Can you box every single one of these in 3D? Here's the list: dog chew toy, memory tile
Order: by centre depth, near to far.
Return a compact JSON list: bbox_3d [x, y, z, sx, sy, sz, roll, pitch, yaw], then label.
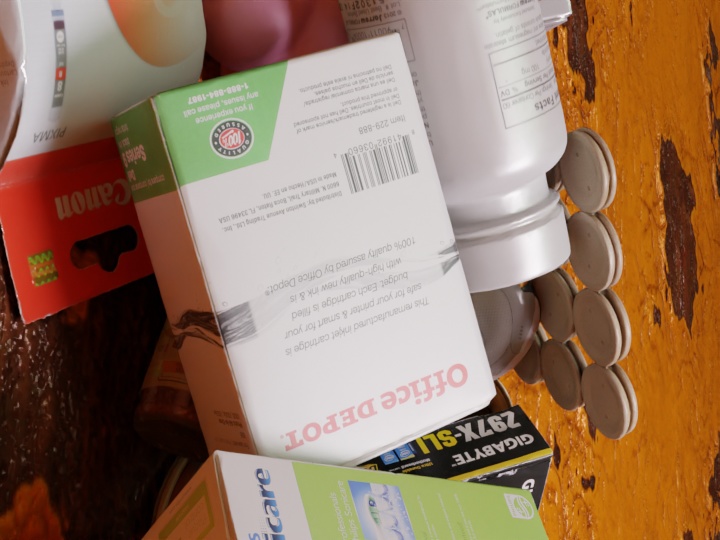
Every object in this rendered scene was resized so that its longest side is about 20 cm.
[{"bbox_3d":[-0.032,-0.130,0.834,0.200,0.123,0.126,42,50,-45],"label":"dog chew toy"},{"bbox_3d":[0.127,-0.003,0.850,0.017,0.153,0.203,-16,110,-20],"label":"memory tile"}]

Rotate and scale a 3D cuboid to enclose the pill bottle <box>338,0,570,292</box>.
[{"bbox_3d":[0.060,-0.096,0.767,0.114,0.113,0.203,-38,117,-59],"label":"pill bottle"}]

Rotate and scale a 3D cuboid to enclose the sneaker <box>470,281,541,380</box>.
[{"bbox_3d":[0.043,0.070,0.892,0.076,0.200,0.092,48,37,9],"label":"sneaker"}]

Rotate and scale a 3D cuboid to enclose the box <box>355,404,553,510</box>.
[{"bbox_3d":[0.025,0.187,0.802,0.050,0.157,0.202,-124,-148,-45],"label":"box"}]

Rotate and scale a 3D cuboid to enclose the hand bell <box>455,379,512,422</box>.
[{"bbox_3d":[0.095,0.135,1.108,0.200,0.102,0.106,30,60,-72],"label":"hand bell"}]

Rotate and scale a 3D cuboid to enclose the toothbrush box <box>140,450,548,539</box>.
[{"bbox_3d":[-0.015,0.173,0.652,0.198,0.146,0.087,11,44,-35],"label":"toothbrush box"}]

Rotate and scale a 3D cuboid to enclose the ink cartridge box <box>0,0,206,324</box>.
[{"bbox_3d":[-0.134,-0.090,0.692,0.162,0.049,0.203,-27,108,-61],"label":"ink cartridge box"}]

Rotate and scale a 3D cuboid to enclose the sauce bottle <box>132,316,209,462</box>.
[{"bbox_3d":[-0.075,0.009,0.770,0.066,0.065,0.203,51,45,-49],"label":"sauce bottle"}]

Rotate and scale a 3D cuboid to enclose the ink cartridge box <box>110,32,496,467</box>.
[{"bbox_3d":[-0.029,-0.005,0.685,0.144,0.084,0.203,-18,96,-27],"label":"ink cartridge box"}]

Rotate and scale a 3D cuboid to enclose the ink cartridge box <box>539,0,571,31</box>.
[{"bbox_3d":[0.062,-0.265,0.969,0.084,0.142,0.203,-149,-133,-86],"label":"ink cartridge box"}]

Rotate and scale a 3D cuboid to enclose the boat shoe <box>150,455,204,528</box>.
[{"bbox_3d":[-0.059,0.122,0.793,0.200,0.067,0.073,-47,128,-56],"label":"boat shoe"}]
